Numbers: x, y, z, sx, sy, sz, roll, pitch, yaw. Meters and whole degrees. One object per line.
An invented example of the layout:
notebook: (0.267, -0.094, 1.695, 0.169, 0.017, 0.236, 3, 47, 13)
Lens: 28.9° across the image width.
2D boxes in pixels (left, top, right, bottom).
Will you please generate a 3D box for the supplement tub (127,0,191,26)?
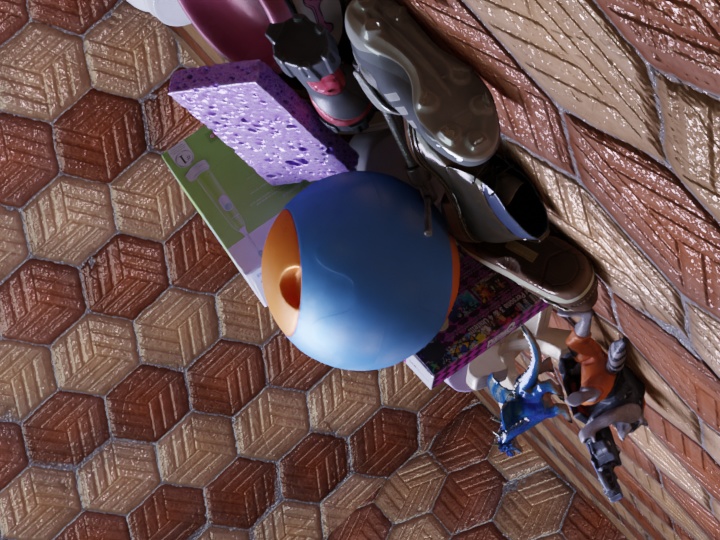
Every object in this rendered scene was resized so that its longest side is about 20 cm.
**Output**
supplement tub: (-0.248, -0.392, 1.627, 0.200, 0.144, 0.144, 46, 176, 24)

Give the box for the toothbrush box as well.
toothbrush box: (-0.108, -0.085, 1.580, 0.200, 0.146, 0.086, 52, 174, 30)

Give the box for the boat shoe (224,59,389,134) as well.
boat shoe: (-0.047, -0.192, 1.452, 0.069, 0.200, 0.074, 100, 172, -45)

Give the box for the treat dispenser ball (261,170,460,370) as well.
treat dispenser ball: (0.000, 0.000, 1.410, 0.201, 0.201, 0.201, 47, 177, 4)

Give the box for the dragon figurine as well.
dragon figurine: (0.180, 0.145, 1.591, 0.200, 0.099, 0.059, 62, -168, -51)

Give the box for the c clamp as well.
c clamp: (0.032, -0.154, 1.339, 0.171, 0.027, 0.200, -89, -25, -63)

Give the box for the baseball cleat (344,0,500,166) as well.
baseball cleat: (0.056, -0.150, 1.194, 0.200, 0.070, 0.106, 58, 168, 27)

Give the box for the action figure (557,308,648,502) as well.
action figure: (0.284, 0.149, 1.578, 0.193, 0.104, 0.200, 44, -154, -54)

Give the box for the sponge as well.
sponge: (-0.095, -0.148, 1.426, 0.111, 0.030, 0.200, -2, 155, 31)

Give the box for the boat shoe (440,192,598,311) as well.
boat shoe: (0.160, -0.019, 1.413, 0.202, 0.075, 0.075, 44, -179, 39)

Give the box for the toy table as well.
toy table: (0.172, 0.083, 1.694, 0.117, 0.184, 0.200, 38, 142, 42)

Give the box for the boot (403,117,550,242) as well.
boot: (0.111, -0.104, 1.300, 0.097, 0.075, 0.200, 11, 142, 40)

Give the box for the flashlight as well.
flashlight: (-0.029, -0.183, 1.319, 0.200, 0.068, 0.068, 41, -154, -77)

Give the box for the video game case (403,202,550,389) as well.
video game case: (0.094, 0.012, 1.551, 0.181, 0.200, 0.036, 45, 153, 23)

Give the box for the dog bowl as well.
dog bowl: (-0.109, -0.274, 1.354, 0.200, 0.074, 0.200, 39, 157, 20)

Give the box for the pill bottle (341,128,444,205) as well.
pill bottle: (0.024, -0.122, 1.578, 0.114, 0.114, 0.200, 49, 176, -19)

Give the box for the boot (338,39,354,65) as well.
boot: (-0.080, -0.283, 1.538, 0.200, 0.066, 0.165, 45, -179, -43)
